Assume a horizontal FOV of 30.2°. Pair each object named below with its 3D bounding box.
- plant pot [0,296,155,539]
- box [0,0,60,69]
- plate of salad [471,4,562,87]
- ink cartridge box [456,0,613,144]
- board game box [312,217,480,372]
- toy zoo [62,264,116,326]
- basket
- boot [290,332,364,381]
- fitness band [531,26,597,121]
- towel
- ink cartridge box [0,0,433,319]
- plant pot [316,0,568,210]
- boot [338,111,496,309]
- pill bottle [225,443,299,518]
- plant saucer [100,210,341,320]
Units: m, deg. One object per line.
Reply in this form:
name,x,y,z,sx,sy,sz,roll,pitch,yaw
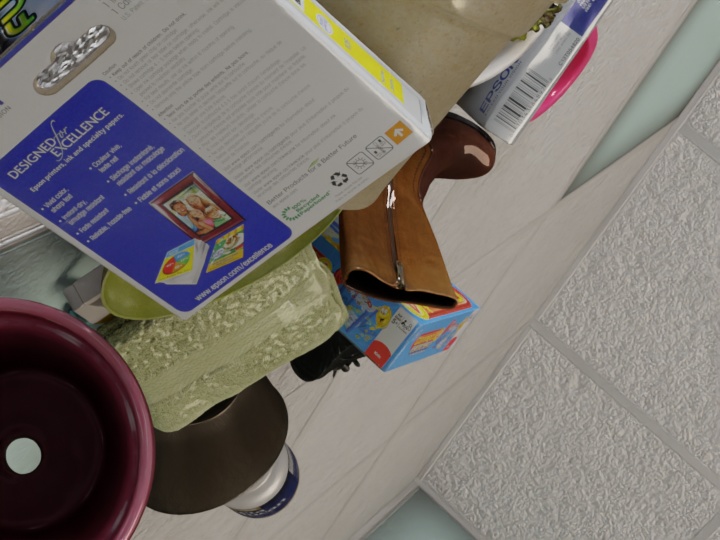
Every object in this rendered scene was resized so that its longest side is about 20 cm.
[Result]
plant pot,-0.237,0.124,0.905,0.200,0.200,0.179,-47,-178,-9
box,-0.156,-0.178,0.619,0.110,0.035,0.200,-45,166,-13
plate of salad,0.087,-0.224,1.001,0.199,0.048,0.201,-17,127,-25
ink cartridge box,0.151,-0.237,1.258,0.200,0.040,0.200,-56,-155,11
board game box,0.000,0.000,1.252,0.056,0.196,0.200,-52,166,15
toy zoo,-0.148,-0.010,1.038,0.200,0.021,0.131,-33,171,7
basket,-0.154,0.128,1.264,0.180,0.136,0.200,-32,158,-16
boot,0.007,0.061,1.703,0.198,0.073,0.162,-48,166,28
fitness band,0.233,-0.251,1.642,0.144,0.037,0.200,-49,165,1
towel,-0.111,0.049,1.094,0.199,0.037,0.149,-30,139,0
ink cartridge box,-0.098,-0.082,0.722,0.197,0.200,0.047,-34,-143,24
plant pot,-0.003,-0.147,0.816,0.184,0.200,0.200,-57,164,23
boot,0.055,-0.055,1.127,0.188,0.201,0.069,14,132,-31
pill bottle,-0.140,0.245,1.661,0.111,0.111,0.200,-47,166,-9
plant saucer,-0.098,-0.033,0.944,0.199,0.031,0.200,-27,161,-10
